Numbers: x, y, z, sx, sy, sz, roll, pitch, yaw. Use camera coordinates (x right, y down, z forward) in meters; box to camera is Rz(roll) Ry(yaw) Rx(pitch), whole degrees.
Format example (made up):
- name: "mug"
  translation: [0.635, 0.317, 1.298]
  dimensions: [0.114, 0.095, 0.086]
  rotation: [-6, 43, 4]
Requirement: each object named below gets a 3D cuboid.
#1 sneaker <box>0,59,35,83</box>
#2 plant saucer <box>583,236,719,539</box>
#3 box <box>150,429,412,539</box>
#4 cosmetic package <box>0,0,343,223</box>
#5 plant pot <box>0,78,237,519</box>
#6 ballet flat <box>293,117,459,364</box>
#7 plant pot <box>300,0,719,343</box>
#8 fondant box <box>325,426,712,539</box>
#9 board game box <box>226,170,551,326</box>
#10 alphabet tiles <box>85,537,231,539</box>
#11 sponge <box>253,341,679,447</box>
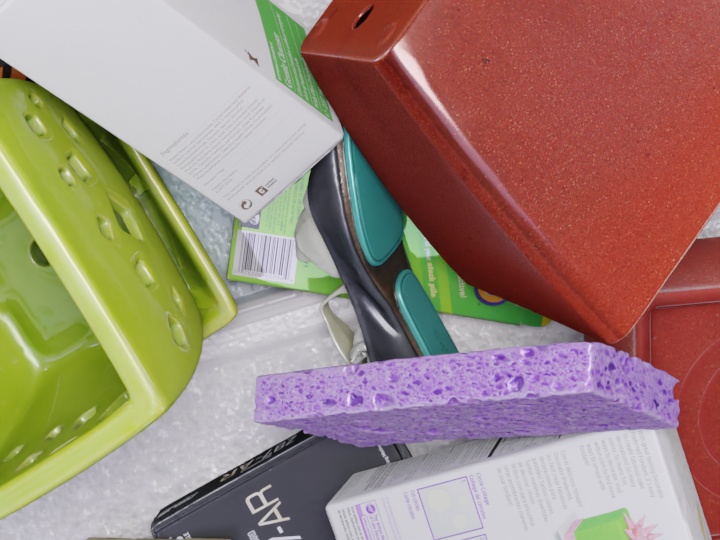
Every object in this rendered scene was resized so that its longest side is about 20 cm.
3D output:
- name: "sneaker"
  translation: [-0.194, -0.125, 1.060]
  dimensions: [0.199, 0.070, 0.090]
  rotation: [-25, 129, 20]
- name: "plant saucer"
  translation: [0.230, 0.081, 1.044]
  dimensions: [0.197, 0.037, 0.202]
  rotation: [-5, 103, -10]
- name: "box"
  translation: [-0.012, 0.200, 1.105]
  dimensions: [0.159, 0.044, 0.201]
  rotation: [-28, 95, 7]
- name: "cosmetic package"
  translation: [-0.111, -0.126, 0.963]
  dimensions: [0.085, 0.108, 0.199]
  rotation: [-38, 132, 20]
- name: "plant pot"
  translation: [-0.198, 0.010, 1.009]
  dimensions: [0.198, 0.181, 0.201]
  rotation: [-30, 96, 23]
- name: "ballet flat"
  translation: [0.000, 0.000, 1.040]
  dimensions: [0.072, 0.073, 0.202]
  rotation: [-20, 104, 6]
- name: "plant pot"
  translation: [0.087, -0.109, 0.934]
  dimensions: [0.176, 0.200, 0.201]
  rotation: [38, 85, -21]
- name: "fondant box"
  translation: [0.097, 0.167, 1.021]
  dimensions: [0.198, 0.058, 0.146]
  rotation: [-17, 97, 21]
- name: "board game box"
  translation: [0.024, -0.027, 1.079]
  dimensions: [0.197, 0.030, 0.097]
  rotation: [9, 100, 5]
- name: "alphabet tiles"
  translation: [-0.109, 0.258, 1.106]
  dimensions: [0.165, 0.006, 0.202]
  rotation: [-2, 106, 22]
- name: "sponge"
  translation: [0.056, 0.068, 0.948]
  dimensions: [0.198, 0.111, 0.030]
  rotation: [-7, 74, 31]
